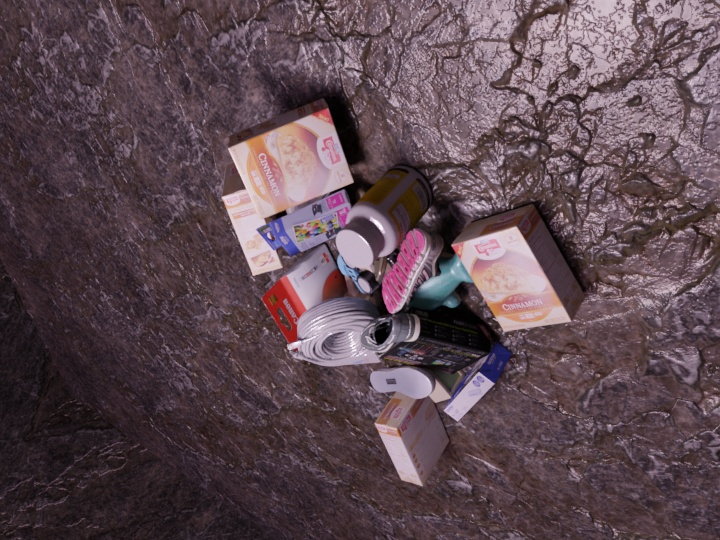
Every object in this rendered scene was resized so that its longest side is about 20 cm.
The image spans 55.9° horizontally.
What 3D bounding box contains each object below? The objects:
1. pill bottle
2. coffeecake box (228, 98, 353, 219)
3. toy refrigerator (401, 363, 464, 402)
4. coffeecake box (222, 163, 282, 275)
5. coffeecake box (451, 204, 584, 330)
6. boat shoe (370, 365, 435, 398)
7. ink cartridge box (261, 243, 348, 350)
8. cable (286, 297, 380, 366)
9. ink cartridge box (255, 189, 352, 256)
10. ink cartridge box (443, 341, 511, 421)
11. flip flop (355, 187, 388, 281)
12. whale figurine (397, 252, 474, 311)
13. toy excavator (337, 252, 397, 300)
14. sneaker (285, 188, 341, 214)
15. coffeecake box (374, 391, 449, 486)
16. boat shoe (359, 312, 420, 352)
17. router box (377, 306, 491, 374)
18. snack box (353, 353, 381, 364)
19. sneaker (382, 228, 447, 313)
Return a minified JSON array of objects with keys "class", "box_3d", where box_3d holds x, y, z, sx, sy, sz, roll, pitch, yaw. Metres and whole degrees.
[{"class":"pill bottle","box_3d":[0.041,-0.097,1.253,0.110,0.200,0.113,24,139,23]},{"class":"coffeecake box","box_3d":[-0.131,-0.212,1.295,0.073,0.196,0.156,-110,-2,-60]},{"class":"toy refrigerator","box_3d":[0.144,0.197,1.548,0.201,0.076,0.070,49,143,-7]},{"class":"coffeecake box","box_3d":[-0.236,-0.121,1.504,0.072,0.155,0.203,-15,124,3]},{"class":"coffeecake box","box_3d":[0.282,0.000,1.218,0.152,0.073,0.202,-15,114,50]},{"class":"boat shoe","box_3d":[0.105,0.241,1.511,0.198,0.065,0.071,-15,93,52]},{"class":"ink cartridge box","box_3d":[-0.115,0.061,1.552,0.050,0.200,0.164,-4,124,43]},{"class":"cable","box_3d":[-0.044,0.138,1.499,0.198,0.070,0.199,-33,139,22]},{"class":"ink cartridge box","box_3d":[-0.104,-0.089,1.391,0.120,0.196,0.043,59,-170,-68]},{"class":"ink cartridge box","box_3d":[0.252,0.245,1.477,0.044,0.094,0.201,35,142,8]},{"class":"flip flop","box_3d":[0.011,-0.070,1.343,0.081,0.056,0.204,115,143,-66]},{"class":"whale figurine","box_3d":[0.146,0.018,1.349,0.198,0.104,0.160,-15,115,48]},{"class":"toy excavator","box_3d":[0.000,0.000,1.494,0.199,0.100,0.196,7,132,57]},{"class":"sneaker","box_3d":[-0.122,-0.166,1.442,0.115,0.076,0.200,45,146,-6]},{"class":"coffeecake box","box_3d":[0.132,0.402,1.692,0.072,0.154,0.203,3,127,40]},{"class":"boat shoe","box_3d":[0.042,0.121,1.357,0.199,0.061,0.075,-22,66,58]},{"class":"router box","box_3d":[0.154,0.151,1.427,0.196,0.063,0.150,16,148,-22]},{"class":"snack box","box_3d":[-0.027,0.209,1.761,0.198,0.024,0.072,-13,117,48]},{"class":"sneaker","box_3d":[0.106,0.004,1.284,0.074,0.086,0.202,58,139,37]}]
